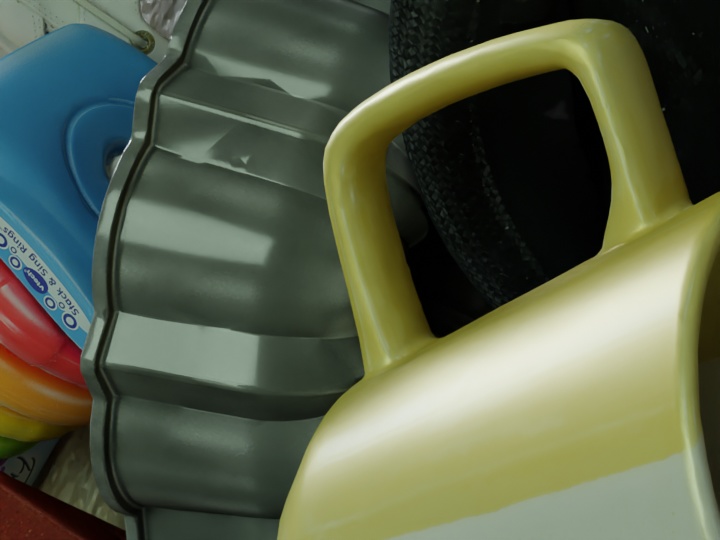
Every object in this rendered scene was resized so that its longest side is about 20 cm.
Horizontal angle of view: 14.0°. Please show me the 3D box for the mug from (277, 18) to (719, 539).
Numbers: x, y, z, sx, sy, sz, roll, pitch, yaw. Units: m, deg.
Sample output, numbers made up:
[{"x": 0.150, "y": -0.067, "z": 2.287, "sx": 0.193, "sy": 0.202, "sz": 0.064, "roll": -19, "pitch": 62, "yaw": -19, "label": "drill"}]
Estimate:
[{"x": 0.062, "y": 0.051, "z": 0.741, "sx": 0.153, "sy": 0.149, "sz": 0.187, "roll": -19, "pitch": 59, "yaw": 37, "label": "mug"}]

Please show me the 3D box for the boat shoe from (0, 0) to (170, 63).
[{"x": -0.095, "y": -0.088, "z": 0.976, "sx": 0.069, "sy": 0.200, "sz": 0.071, "roll": -49, "pitch": 18, "yaw": 3, "label": "boat shoe"}]

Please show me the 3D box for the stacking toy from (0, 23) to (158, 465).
[{"x": -0.127, "y": 0.025, "z": 0.941, "sx": 0.116, "sy": 0.110, "sz": 0.200, "roll": 50, "pitch": 125, "yaw": -2, "label": "stacking toy"}]

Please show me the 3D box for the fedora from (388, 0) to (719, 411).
[{"x": 0.104, "y": -0.062, "z": 0.778, "sx": 0.200, "sy": 0.092, "sz": 0.201, "roll": 9, "pitch": 122, "yaw": 15, "label": "fedora"}]

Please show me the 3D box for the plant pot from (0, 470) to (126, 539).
[{"x": -0.088, "y": 0.173, "z": 0.889, "sx": 0.200, "sy": 0.200, "sz": 0.176, "roll": 29, "pitch": 87, "yaw": 39, "label": "plant pot"}]

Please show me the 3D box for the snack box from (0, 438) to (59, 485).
[{"x": -0.204, "y": 0.038, "z": 1.082, "sx": 0.200, "sy": 0.068, "sz": 0.169, "roll": 40, "pitch": 103, "yaw": 38, "label": "snack box"}]

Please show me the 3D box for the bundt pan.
[{"x": 0.000, "y": 0.000, "z": 0.863, "sx": 0.076, "sy": 0.202, "sz": 0.202, "roll": 14, "pitch": 87, "yaw": 23, "label": "bundt pan"}]
